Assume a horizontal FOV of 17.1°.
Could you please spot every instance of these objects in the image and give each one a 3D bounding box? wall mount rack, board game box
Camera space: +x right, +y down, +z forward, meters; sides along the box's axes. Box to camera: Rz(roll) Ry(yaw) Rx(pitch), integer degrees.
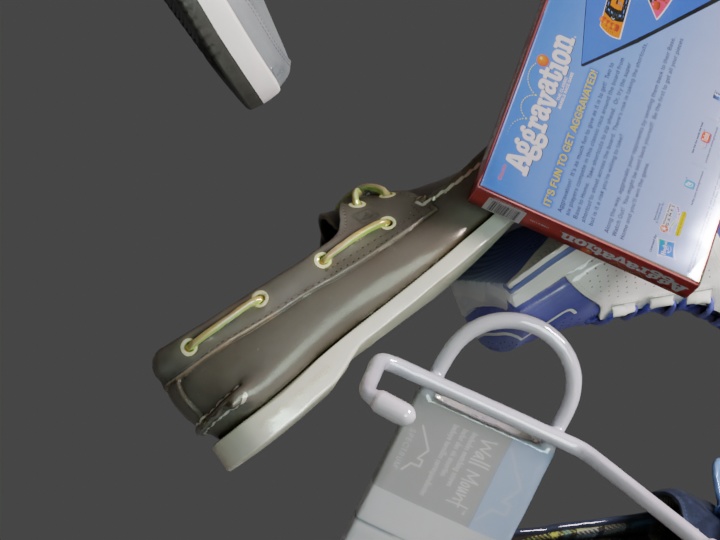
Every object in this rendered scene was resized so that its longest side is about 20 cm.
[{"bbox_3d":[0.057,0.127,1.017,0.173,0.075,0.200,24,109,-2],"label":"wall mount rack"},{"bbox_3d":[0.125,-0.096,1.028,0.103,0.019,0.200,24,66,-6],"label":"board game box"}]

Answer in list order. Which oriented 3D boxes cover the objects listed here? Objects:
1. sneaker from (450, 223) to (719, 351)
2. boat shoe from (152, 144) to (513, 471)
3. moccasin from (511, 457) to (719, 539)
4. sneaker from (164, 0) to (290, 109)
[{"bbox_3d":[0.151,-0.002,1.071,0.199,0.081,0.115,-32,105,-15],"label":"sneaker"},{"bbox_3d":[0.001,-0.001,1.020,0.202,0.072,0.060,-41,87,-19],"label":"boat shoe"},{"bbox_3d":[0.147,0.134,1.085,0.200,0.080,0.068,-12,116,-20],"label":"moccasin"},{"bbox_3d":[-0.046,-0.177,0.975,0.121,0.084,0.200,-28,105,-5],"label":"sneaker"}]
